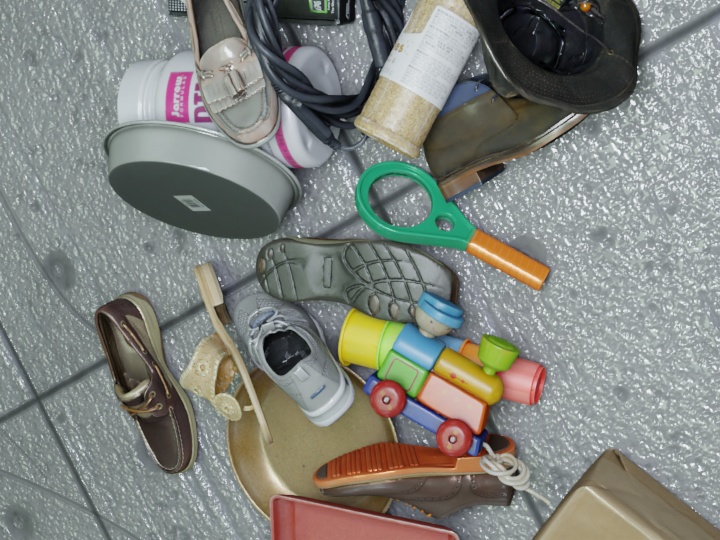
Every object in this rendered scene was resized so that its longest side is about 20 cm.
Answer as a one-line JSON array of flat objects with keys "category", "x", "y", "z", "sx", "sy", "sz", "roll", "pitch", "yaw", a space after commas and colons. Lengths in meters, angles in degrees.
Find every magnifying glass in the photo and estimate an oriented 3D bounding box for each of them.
[{"category": "magnifying glass", "x": 0.085, "y": -0.038, "z": 1.389, "sx": 0.198, "sy": 0.080, "sz": 0.022, "roll": 28, "pitch": 148, "yaw": 8}]

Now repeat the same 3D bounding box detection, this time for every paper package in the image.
[{"category": "paper package", "x": 0.238, "y": 0.304, "z": 1.373, "sx": 0.190, "sy": 0.103, "sz": 0.201, "roll": 37, "pitch": 114, "yaw": 11}]

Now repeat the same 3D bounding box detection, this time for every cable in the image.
[{"category": "cable", "x": -0.026, "y": -0.215, "z": 1.324, "sx": 0.050, "sy": 0.200, "sz": 0.164, "roll": 14, "pitch": 67, "yaw": 47}]

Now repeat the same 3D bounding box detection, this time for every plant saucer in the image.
[{"category": "plant saucer", "x": 0.008, "y": 0.317, "z": 1.496, "sx": 0.197, "sy": 0.037, "sz": 0.203, "roll": 9, "pitch": 119, "yaw": 17}, {"category": "plant saucer", "x": -0.044, "y": 0.177, "z": 1.514, "sx": 0.198, "sy": 0.035, "sz": 0.203, "roll": 6, "pitch": 105, "yaw": 24}]

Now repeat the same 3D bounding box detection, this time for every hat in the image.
[{"category": "hat", "x": 0.146, "y": -0.199, "z": 1.261, "sx": 0.201, "sy": 0.200, "sz": 0.081, "roll": 52, "pitch": 139, "yaw": 5}]

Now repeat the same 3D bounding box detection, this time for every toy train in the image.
[{"category": "toy train", "x": 0.112, "y": 0.112, "z": 1.351, "sx": 0.198, "sy": 0.085, "sz": 0.117, "roll": 29, "pitch": 102, "yaw": 10}]

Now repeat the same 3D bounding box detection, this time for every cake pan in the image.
[{"category": "cake pan", "x": -0.155, "y": -0.082, "z": 1.422, "sx": 0.198, "sy": 0.200, "sz": 0.037, "roll": 5, "pitch": 69, "yaw": 24}]

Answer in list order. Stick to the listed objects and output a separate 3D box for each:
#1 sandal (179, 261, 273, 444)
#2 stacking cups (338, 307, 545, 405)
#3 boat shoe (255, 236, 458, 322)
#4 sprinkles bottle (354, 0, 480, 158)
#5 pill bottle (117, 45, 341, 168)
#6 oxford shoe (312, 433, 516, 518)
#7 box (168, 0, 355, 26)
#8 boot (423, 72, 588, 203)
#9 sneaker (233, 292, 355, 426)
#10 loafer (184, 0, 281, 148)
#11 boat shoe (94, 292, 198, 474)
[{"category": "sandal", "x": -0.150, "y": 0.093, "z": 1.479, "sx": 0.069, "sy": 0.078, "sz": 0.214, "roll": -19, "pitch": 60, "yaw": -5}, {"category": "stacking cups", "x": 0.077, "y": 0.086, "z": 1.419, "sx": 0.198, "sy": 0.060, "sz": 0.061, "roll": 14, "pitch": 108, "yaw": 22}, {"category": "boat shoe", "x": 0.000, "y": 0.000, "z": 1.431, "sx": 0.197, "sy": 0.074, "sz": 0.077, "roll": 11, "pitch": 100, "yaw": 16}, {"category": "sprinkles bottle", "x": 0.067, "y": -0.202, "z": 1.317, "sx": 0.068, "sy": 0.068, "sz": 0.202, "roll": 28, "pitch": 93, "yaw": 16}, {"category": "pill bottle", "x": -0.127, "y": -0.157, "z": 1.429, "sx": 0.197, "sy": 0.113, "sz": 0.115, "roll": 2, "pitch": 103, "yaw": 25}, {"category": "oxford shoe", "x": 0.053, "y": 0.208, "z": 1.428, "sx": 0.197, "sy": 0.071, "sz": 0.074, "roll": -5, "pitch": 108, "yaw": 4}, {"category": "box", "x": -0.095, "y": -0.339, "z": 1.408, "sx": 0.191, "sy": 0.047, "sz": 0.203, "roll": 8, "pitch": 105, "yaw": 22}, {"category": "boot", "x": 0.130, "y": -0.147, "z": 1.332, "sx": 0.199, "sy": 0.075, "sz": 0.098, "roll": -31, "pitch": 91, "yaw": 30}, {"category": "sneaker", "x": -0.073, "y": 0.066, "z": 1.435, "sx": 0.075, "sy": 0.082, "sz": 0.200, "roll": -43, "pitch": 39, "yaw": -6}, {"category": "loafer", "x": -0.126, "y": -0.200, "z": 1.343, "sx": 0.071, "sy": 0.063, "sz": 0.202, "roll": -24, "pitch": 56, "yaw": 7}, {"category": "boat shoe", "x": -0.234, "y": 0.127, "z": 1.571, "sx": 0.071, "sy": 0.072, "sz": 0.203, "roll": -13, "pitch": 97, "yaw": 27}]
